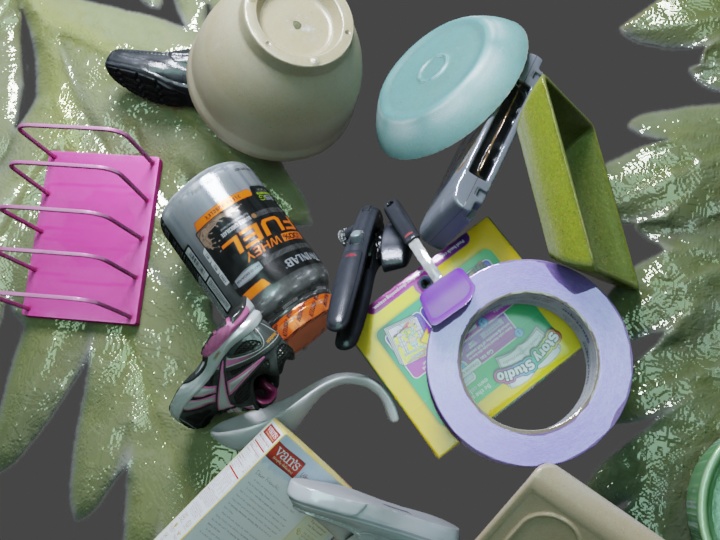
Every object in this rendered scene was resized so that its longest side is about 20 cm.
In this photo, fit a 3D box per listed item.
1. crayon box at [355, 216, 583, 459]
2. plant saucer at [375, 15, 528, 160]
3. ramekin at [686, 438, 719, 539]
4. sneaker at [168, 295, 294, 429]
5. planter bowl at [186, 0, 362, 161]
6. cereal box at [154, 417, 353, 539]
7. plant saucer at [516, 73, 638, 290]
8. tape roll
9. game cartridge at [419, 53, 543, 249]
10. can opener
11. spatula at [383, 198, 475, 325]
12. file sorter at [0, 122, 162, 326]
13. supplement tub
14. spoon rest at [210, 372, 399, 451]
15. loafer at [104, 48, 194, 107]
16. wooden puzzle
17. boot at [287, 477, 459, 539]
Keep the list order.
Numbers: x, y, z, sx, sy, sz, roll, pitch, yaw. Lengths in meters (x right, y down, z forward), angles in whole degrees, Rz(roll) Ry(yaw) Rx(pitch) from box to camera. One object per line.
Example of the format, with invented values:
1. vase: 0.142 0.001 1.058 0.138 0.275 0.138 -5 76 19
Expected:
1. crayon box: 0.111 0.072 0.964 0.199 0.058 0.173 -36 78 -4
2. plant saucer: 0.087 -0.210 0.974 0.199 0.036 0.201 -29 38 26
3. ramekin: 0.419 0.239 0.876 0.198 0.098 0.202 -1 78 5
4. sneaker: -0.131 0.118 0.918 0.086 0.200 0.080 38 49 2
5. planter bowl: -0.081 -0.240 0.977 0.199 0.135 0.202 7 67 -17
6. cereal box: -0.109 0.265 0.910 0.200 0.144 0.039 -44 33 -6
7. plant saucer: 0.221 -0.077 0.930 0.048 0.199 0.202 -19 75 25
8. tape roll: 0.164 0.093 0.892 0.198 0.066 0.202 -1 79 3
9. game cartridge: 0.127 -0.124 0.961 0.041 0.133 0.201 30 68 -8
10. can opener: 0.000 0.000 0.948 0.078 0.064 0.201 -12 32 28
11. spatula: 0.063 -0.018 0.925 0.056 0.021 0.201 -35 44 7
12. file sorter: -0.320 -0.052 1.000 0.138 0.125 0.202 4 78 7
13. supplement tub: -0.117 -0.008 0.971 0.122 0.123 0.200 -37 77 -3
14. spoon rest: -0.062 0.149 0.953 0.198 0.099 0.061 -10 91 -7
15. loafer: -0.200 -0.232 1.060 0.199 0.068 0.071 13 71 3
16. wooden puzzle: 0.197 0.301 0.875 0.185 0.046 0.201 34 114 2
17. boot: 0.005 0.276 0.889 0.199 0.073 0.096 24 83 -22
